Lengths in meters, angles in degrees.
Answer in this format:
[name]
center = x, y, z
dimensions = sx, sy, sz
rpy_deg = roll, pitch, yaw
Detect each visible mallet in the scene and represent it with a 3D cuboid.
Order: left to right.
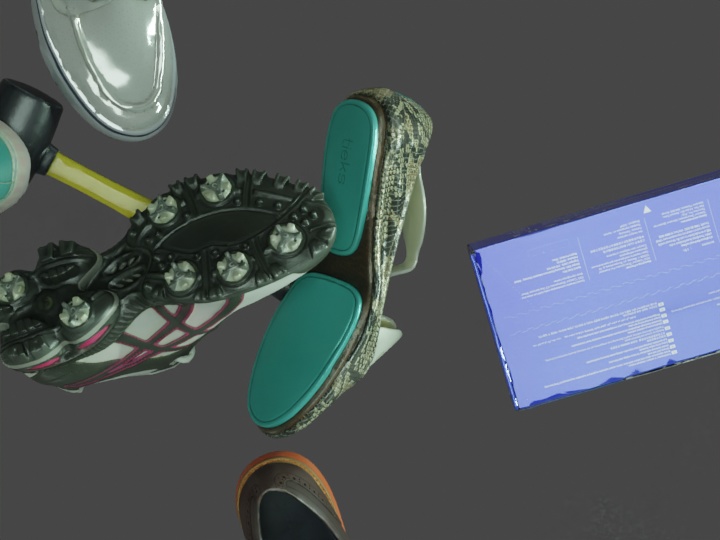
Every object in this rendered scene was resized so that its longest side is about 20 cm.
[mallet]
center = -0.130, -0.027, 1.296
dimensions = 0.200, 0.041, 0.066
rpy_deg = 35, 95, -8

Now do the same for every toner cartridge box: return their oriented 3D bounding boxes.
[toner cartridge box]
center = 0.167, 0.004, 1.298
dimensions = 0.200, 0.043, 0.095
rpy_deg = -16, 97, 1

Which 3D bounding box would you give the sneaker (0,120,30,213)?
[sneaker]
center = -0.274, -0.090, 1.245
dimensions = 0.200, 0.080, 0.071
rpy_deg = 25, 96, 15

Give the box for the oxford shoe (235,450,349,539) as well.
[oxford shoe]
center = -0.013, 0.198, 1.300
dimensions = 0.071, 0.073, 0.200
rpy_deg = -31, 96, 2

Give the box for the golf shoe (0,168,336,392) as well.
[golf shoe]
center = -0.101, 0.008, 1.269
dimensions = 0.200, 0.088, 0.077
rpy_deg = -19, 58, 11

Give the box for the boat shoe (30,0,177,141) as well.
[boat shoe]
center = -0.140, -0.168, 1.255
dimensions = 0.071, 0.070, 0.200
rpy_deg = -14, 94, -20

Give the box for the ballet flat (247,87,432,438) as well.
[ballet flat]
center = 0.000, 0.000, 1.285
dimensions = 0.075, 0.068, 0.200
rpy_deg = 10, 98, -45
